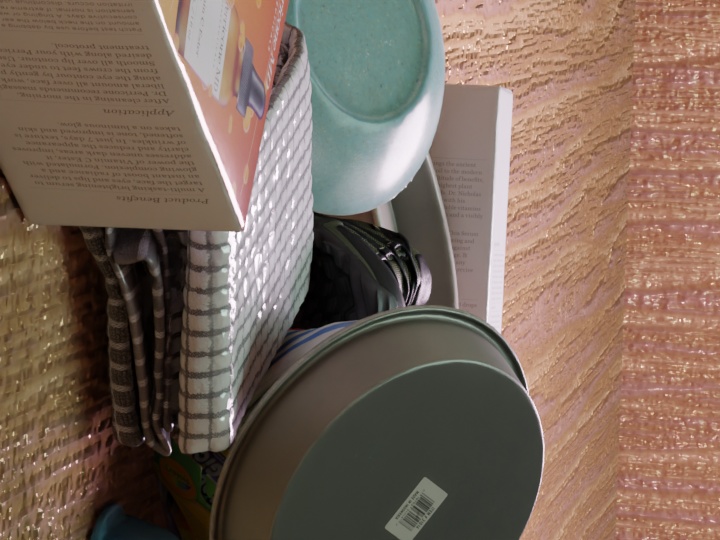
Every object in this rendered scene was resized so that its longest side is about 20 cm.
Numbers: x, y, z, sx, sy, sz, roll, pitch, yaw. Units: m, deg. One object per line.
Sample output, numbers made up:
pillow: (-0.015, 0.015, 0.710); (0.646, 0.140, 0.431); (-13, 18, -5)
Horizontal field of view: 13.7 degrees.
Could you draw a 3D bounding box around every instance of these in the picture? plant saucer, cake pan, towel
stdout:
plant saucer: (-0.011, -0.133, 1.688); (0.201, 0.039, 0.201); (12, 73, -44)
cake pan: (0.018, -0.033, 1.968); (0.200, 0.037, 0.200); (-12, 90, -76)
towel: (-0.083, -0.019, 1.527); (0.200, 0.086, 0.166); (-66, 160, -57)
cake pan: (0.016, 0.115, 1.536); (0.200, 0.037, 0.200); (-19, 126, -29)

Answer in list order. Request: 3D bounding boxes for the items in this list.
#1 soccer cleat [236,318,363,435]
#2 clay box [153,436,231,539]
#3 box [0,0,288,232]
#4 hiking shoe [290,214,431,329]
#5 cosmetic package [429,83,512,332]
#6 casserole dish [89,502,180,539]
soccer cleat: (-0.045, 0.069, 1.608); (0.086, 0.200, 0.070); (-34, 98, -33)
clay box: (-0.055, 0.173, 1.632); (0.048, 0.115, 0.200); (-29, 137, -23)
box: (-0.107, -0.131, 1.321); (0.200, 0.106, 0.152); (72, 24, -59)
hiking shoe: (0.000, 0.000, 1.704); (0.200, 0.101, 0.076); (-146, -123, -66)
cosmetic package: (0.050, -0.032, 2.108); (0.071, 0.101, 0.200); (-1, 95, -79)
casserole dish: (-0.115, 0.220, 1.539); (0.121, 0.039, 0.200); (-38, 130, -74)
